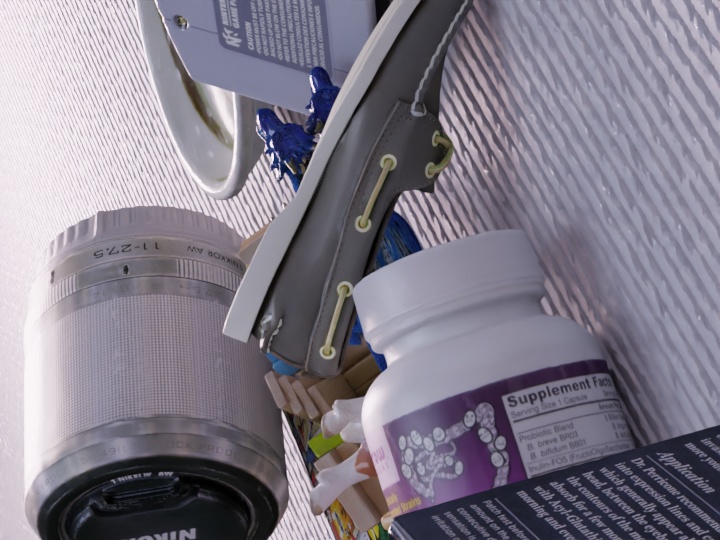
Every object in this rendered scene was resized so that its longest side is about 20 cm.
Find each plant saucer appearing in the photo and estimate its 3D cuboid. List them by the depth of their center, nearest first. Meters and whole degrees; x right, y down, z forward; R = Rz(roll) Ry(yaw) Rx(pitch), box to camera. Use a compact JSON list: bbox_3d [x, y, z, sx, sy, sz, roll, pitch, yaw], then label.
[{"bbox_3d":[-0.085,-0.144,1.323,0.200,0.050,0.200,165,90,-73],"label":"plant saucer"}]

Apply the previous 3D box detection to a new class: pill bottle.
[{"bbox_3d":[0.065,0.089,0.972,0.112,0.112,0.200,132,122,-68],"label":"pill bottle"}]

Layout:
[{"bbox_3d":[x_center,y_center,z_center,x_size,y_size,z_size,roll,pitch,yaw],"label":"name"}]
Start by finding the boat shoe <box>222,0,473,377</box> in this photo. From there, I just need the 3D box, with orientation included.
[{"bbox_3d":[0.007,-0.048,1.028,0.202,0.060,0.072,-62,0,7],"label":"boat shoe"}]

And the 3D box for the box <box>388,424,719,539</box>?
[{"bbox_3d":[0.124,0.136,0.699,0.107,0.200,0.149,-139,39,-61],"label":"box"}]

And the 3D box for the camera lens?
[{"bbox_3d":[-0.129,0.081,1.395,0.160,0.160,0.200,101,166,-52],"label":"camera lens"}]

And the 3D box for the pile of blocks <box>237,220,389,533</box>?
[{"bbox_3d":[-0.010,0.044,1.219,0.082,0.062,0.200,24,-146,-57],"label":"pile of blocks"}]

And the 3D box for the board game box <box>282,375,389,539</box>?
[{"bbox_3d":[0.001,0.138,1.335,0.105,0.023,0.200,110,141,-56],"label":"board game box"}]

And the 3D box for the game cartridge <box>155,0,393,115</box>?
[{"bbox_3d":[-0.047,-0.162,1.083,0.133,0.042,0.200,22,143,23],"label":"game cartridge"}]

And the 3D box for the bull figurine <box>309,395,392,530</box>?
[{"bbox_3d":[0.043,0.147,1.106,0.065,0.121,0.200,-22,-72,-75],"label":"bull figurine"}]

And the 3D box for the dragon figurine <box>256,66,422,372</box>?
[{"bbox_3d":[0.000,0.000,1.112,0.099,0.059,0.200,159,88,-85],"label":"dragon figurine"}]
